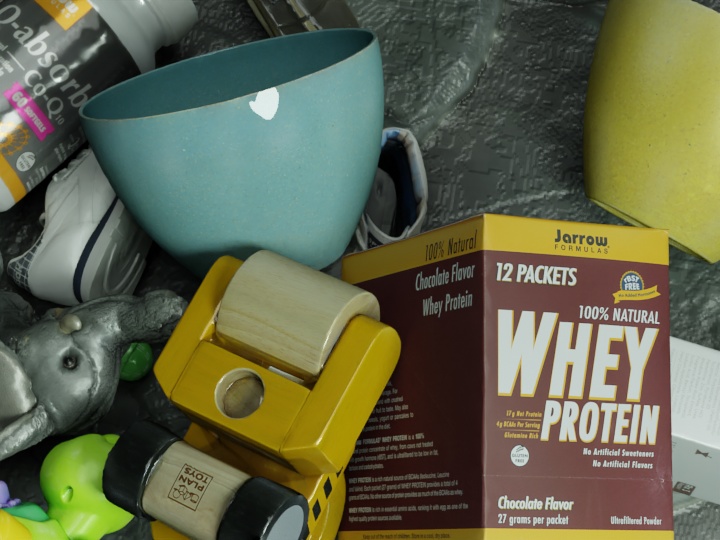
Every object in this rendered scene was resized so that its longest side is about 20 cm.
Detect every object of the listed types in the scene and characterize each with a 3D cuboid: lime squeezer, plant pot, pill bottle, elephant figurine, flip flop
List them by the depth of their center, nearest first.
[{"bbox_3d":[-0.218,0.070,1.322,0.199,0.156,0.141,27,45,28],"label":"elephant figurine"},{"bbox_3d":[-0.071,-0.066,1.338,0.199,0.200,0.136,-17,106,-10],"label":"plant pot"},{"bbox_3d":[-0.136,0.067,1.405,0.199,0.038,0.071,-22,100,-13],"label":"lime squeezer"},{"bbox_3d":[0.232,-0.091,1.419,0.199,0.200,0.143,29,93,10],"label":"plant pot"},{"bbox_3d":[-0.217,-0.145,1.433,0.200,0.116,0.116,-43,75,-11],"label":"pill bottle"},{"bbox_3d":[-0.056,-0.216,1.520,0.081,0.058,0.201,-25,85,-18],"label":"flip flop"}]

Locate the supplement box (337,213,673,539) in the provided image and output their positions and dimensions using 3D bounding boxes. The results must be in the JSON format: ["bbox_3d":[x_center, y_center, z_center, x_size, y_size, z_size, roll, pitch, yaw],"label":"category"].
[{"bbox_3d":[0.086,0.081,1.272,0.132,0.197,0.201,4,81,-26],"label":"supplement box"}]

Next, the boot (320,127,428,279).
[{"bbox_3d":[0.000,0.000,1.395,0.073,0.096,0.201,11,65,-14],"label":"boot"}]

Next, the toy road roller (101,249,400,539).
[{"bbox_3d":[-0.057,0.103,1.276,0.122,0.146,0.201,23,78,25],"label":"toy road roller"}]

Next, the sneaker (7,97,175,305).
[{"bbox_3d":[-0.174,-0.064,1.438,0.080,0.077,0.201,12,59,25],"label":"sneaker"}]

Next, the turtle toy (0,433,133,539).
[{"bbox_3d":[-0.214,0.183,1.282,0.200,0.146,0.101,-36,42,4],"label":"turtle toy"}]

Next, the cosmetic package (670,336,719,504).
[{"bbox_3d":[0.238,0.106,1.365,0.199,0.102,0.074,17,67,6],"label":"cosmetic package"}]
